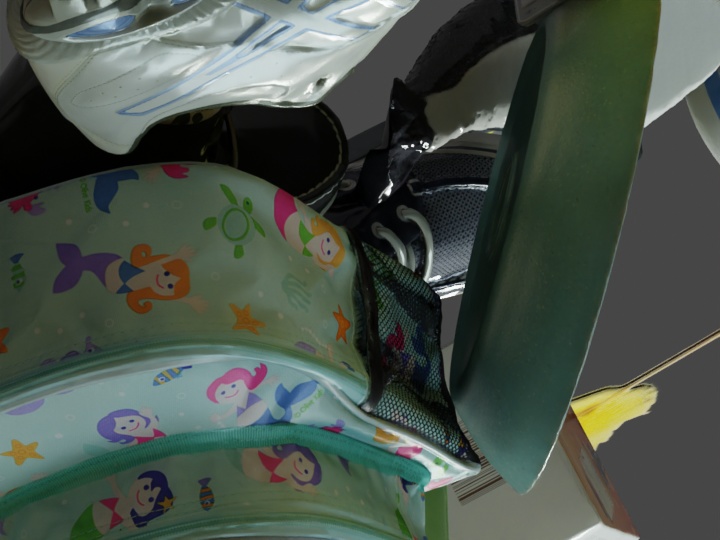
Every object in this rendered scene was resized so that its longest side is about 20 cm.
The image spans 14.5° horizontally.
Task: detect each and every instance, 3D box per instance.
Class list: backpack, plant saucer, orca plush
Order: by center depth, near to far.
[{"bbox_3d":[-0.071,0.050,0.953,0.178,0.151,0.200,-19,150,19],"label":"backpack"},{"bbox_3d":[0.066,-0.019,1.036,0.036,0.200,0.200,14,162,-2],"label":"plant saucer"},{"bbox_3d":[0.064,-0.080,1.160,0.200,0.105,0.071,-36,-149,-32],"label":"orca plush"}]

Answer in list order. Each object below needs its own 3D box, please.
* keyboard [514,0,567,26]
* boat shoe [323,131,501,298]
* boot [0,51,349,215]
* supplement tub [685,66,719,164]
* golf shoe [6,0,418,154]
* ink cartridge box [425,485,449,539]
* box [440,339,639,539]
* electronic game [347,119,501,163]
[{"bbox_3d":[0.140,-0.158,1.067,0.200,0.056,0.011,-31,128,19],"label":"keyboard"},{"bbox_3d":[0.000,0.000,1.133,0.200,0.075,0.093,-10,-151,-11],"label":"boat shoe"},{"bbox_3d":[-0.056,-0.056,0.993,0.204,0.073,0.154,-9,159,-40],"label":"boot"},{"bbox_3d":[0.247,-0.117,1.251,0.132,0.132,0.200,-17,164,-38],"label":"supplement tub"},{"bbox_3d":[-0.010,-0.099,0.864,0.200,0.078,0.097,-18,138,-4],"label":"golf shoe"},{"bbox_3d":[-0.068,0.086,1.142,0.200,0.104,0.059,1,165,-7],"label":"ink cartridge box"},{"bbox_3d":[0.094,0.131,1.871,0.106,0.152,0.200,-29,168,7],"label":"box"},{"bbox_3d":[0.019,-0.030,1.334,0.200,0.042,0.200,-26,167,-6],"label":"electronic game"}]
